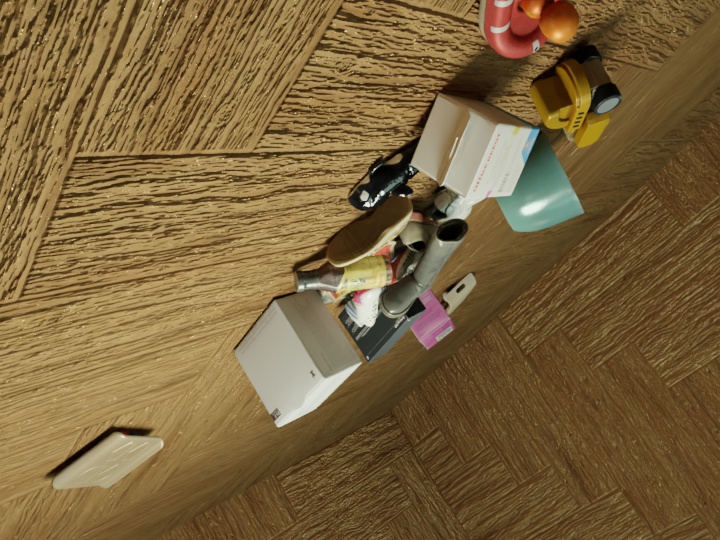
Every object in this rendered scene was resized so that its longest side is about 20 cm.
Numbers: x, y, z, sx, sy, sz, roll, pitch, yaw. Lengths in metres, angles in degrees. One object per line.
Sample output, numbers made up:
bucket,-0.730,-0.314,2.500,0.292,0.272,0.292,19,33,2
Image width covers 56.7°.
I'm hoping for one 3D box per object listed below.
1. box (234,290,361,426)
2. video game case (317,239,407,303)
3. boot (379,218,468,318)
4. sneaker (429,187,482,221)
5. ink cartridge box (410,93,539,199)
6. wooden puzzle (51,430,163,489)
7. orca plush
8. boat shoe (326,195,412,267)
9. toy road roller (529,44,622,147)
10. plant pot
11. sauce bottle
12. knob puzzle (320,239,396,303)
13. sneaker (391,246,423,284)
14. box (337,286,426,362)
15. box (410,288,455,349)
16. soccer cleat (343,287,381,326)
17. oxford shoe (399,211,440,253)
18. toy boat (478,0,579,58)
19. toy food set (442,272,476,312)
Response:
box,-0.137,0.186,1.429,0.129,0.202,0.199,-15,154,-51
video game case,-0.001,0.004,1.520,0.198,0.023,0.182,-12,150,-52
boot,0.131,-0.004,1.382,0.181,0.073,0.201,-42,173,-35
sneaker,0.207,-0.160,1.415,0.098,0.079,0.201,-22,157,-28
ink cartridge box,0.188,-0.208,1.116,0.198,0.124,0.131,-10,128,-52
wooden puzzle,-0.558,0.414,1.480,0.183,0.047,0.200,-36,158,-1
orca plush,0.076,-0.157,1.174,0.197,0.072,0.106,-31,162,-16
boat shoe,0.022,-0.065,1.303,0.198,0.074,0.070,-34,157,-8
toy road roller,0.401,-0.325,1.299,0.142,0.126,0.201,-19,161,-2
plant pot,0.392,-0.184,1.521,0.158,0.205,0.200,-27,165,18
sauce bottle,-0.034,0.011,1.317,0.194,0.068,0.066,-8,155,-16
knob puzzle,0.000,0.000,1.424,0.217,0.031,0.221,-32,162,-12
sneaker,0.130,-0.019,1.538,0.199,0.082,0.078,-39,174,-43
box,0.048,0.103,1.597,0.078,0.143,0.201,-18,156,-42
box,0.143,0.081,1.689,0.096,0.202,0.176,-35,162,3
soccer cleat,0.018,0.077,1.480,0.069,0.088,0.200,-29,177,-17
oxford shoe,0.127,-0.073,1.447,0.069,0.077,0.199,-6,171,28
toy boat,0.237,-0.353,0.881,0.129,0.132,0.201,-33,162,-5
toy food set,0.316,0.100,2.330,0.143,0.060,0.201,-40,167,-27
